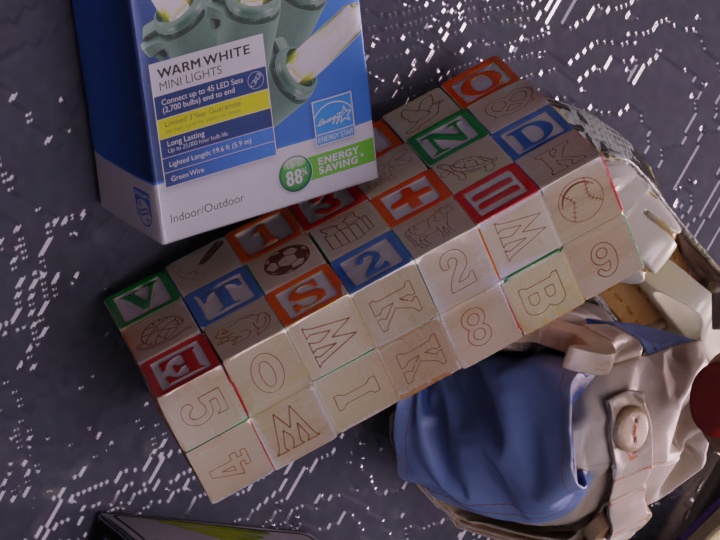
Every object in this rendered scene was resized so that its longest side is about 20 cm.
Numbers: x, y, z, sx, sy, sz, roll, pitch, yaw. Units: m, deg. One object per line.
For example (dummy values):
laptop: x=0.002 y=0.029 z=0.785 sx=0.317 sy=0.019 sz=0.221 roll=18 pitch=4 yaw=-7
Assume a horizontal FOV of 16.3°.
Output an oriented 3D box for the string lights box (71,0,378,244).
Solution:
string lights box: x=-0.059 y=-0.123 z=0.984 sx=0.103 sy=0.059 sz=0.200 roll=-19 pitch=117 yaw=-26

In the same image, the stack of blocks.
stack of blocks: x=0.000 y=0.000 z=1.034 sx=0.200 sy=0.115 sz=0.059 roll=-29 pitch=122 yaw=-6

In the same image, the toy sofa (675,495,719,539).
toy sofa: x=0.164 y=0.174 z=1.244 sx=0.200 sy=0.098 sz=0.083 roll=-42 pitch=101 yaw=-14

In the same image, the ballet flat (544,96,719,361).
ballet flat: x=0.129 y=-0.006 z=1.150 sx=0.072 sy=0.072 sz=0.200 roll=-49 pitch=126 yaw=-9

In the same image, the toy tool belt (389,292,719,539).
toy tool belt: x=0.082 y=0.059 z=1.066 sx=0.123 sy=0.200 sz=0.125 roll=4 pitch=84 yaw=-35

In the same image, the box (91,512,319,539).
box: x=-0.079 y=0.211 z=1.096 sx=0.117 sy=0.060 sz=0.200 roll=8 pitch=103 yaw=-36
